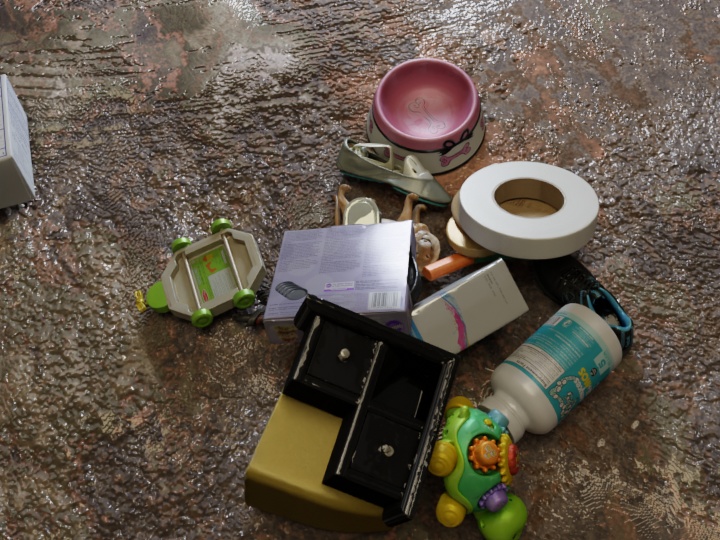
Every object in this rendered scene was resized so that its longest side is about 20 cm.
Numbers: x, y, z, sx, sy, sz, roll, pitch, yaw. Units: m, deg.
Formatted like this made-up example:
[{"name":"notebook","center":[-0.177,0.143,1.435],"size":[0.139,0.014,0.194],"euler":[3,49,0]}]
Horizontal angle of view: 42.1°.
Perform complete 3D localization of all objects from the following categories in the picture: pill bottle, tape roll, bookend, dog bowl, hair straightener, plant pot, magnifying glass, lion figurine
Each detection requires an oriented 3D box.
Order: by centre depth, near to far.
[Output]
[{"name":"bookend","center":[-0.011,0.163,1.091],"size":[0.198,0.092,0.200],"euler":[23,66,-5]},{"name":"plant pot","center":[-0.021,0.236,1.210],"size":[0.198,0.196,0.196],"euler":[23,65,3]},{"name":"pill bottle","center":[0.254,0.146,1.277],"size":[0.200,0.111,0.111],"euler":[-40,67,-15]},{"name":"tape roll","center":[0.239,-0.090,1.341],"size":[0.200,0.037,0.204],"euler":[-1,39,1]},{"name":"magnifying glass","center":[0.180,-0.027,1.389],"size":[0.198,0.023,0.080],"euler":[-20,37,-25]},{"name":"hair straightener","center":[-0.099,0.050,1.395],"size":[0.197,0.041,0.078],"euler":[-4,58,6]},{"name":"lion figurine","center":[0.032,-0.057,1.429],"size":[0.198,0.073,0.124],"euler":[6,70,23]},{"name":"dog bowl","center":[0.106,-0.257,1.517],"size":[0.197,0.074,0.202],"euler":[-1,62,2]}]

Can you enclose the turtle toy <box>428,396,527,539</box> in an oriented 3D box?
[{"name":"turtle toy","center":[0.155,0.261,1.197],"size":[0.100,0.202,0.146],"euler":[-5,22,21]}]

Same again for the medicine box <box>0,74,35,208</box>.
[{"name":"medicine box","center":[-0.632,-0.193,1.497],"size":[0.180,0.103,0.201],"euler":[-16,54,-5]}]

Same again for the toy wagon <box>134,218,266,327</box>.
[{"name":"toy wagon","center":[-0.242,0.014,1.404],"size":[0.198,0.040,0.156],"euler":[-25,54,2]}]

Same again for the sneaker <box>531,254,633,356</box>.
[{"name":"sneaker","center":[0.326,0.030,1.350],"size":[0.073,0.082,0.200],"euler":[-34,64,-12]}]

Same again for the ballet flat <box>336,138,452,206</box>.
[{"name":"ballet flat","center":[0.055,-0.158,1.466],"size":[0.198,0.067,0.064],"euler":[20,110,15]}]

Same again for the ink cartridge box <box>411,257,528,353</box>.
[{"name":"ink cartridge box","center":[0.115,0.073,1.294],"size":[0.199,0.145,0.085],"euler":[-30,88,-11]}]

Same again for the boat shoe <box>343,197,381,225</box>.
[{"name":"boat shoe","center":[0.003,0.000,1.353],"size":[0.071,0.060,0.204],"euler":[1,75,11]}]

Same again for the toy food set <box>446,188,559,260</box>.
[{"name":"toy food set","center":[0.233,-0.083,1.400],"size":[0.195,0.049,0.201],"euler":[8,39,11]}]

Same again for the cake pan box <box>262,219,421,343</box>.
[{"name":"cake pan box","center":[-0.019,0.012,1.250],"size":[0.197,0.053,0.185],"euler":[-5,42,10]}]
